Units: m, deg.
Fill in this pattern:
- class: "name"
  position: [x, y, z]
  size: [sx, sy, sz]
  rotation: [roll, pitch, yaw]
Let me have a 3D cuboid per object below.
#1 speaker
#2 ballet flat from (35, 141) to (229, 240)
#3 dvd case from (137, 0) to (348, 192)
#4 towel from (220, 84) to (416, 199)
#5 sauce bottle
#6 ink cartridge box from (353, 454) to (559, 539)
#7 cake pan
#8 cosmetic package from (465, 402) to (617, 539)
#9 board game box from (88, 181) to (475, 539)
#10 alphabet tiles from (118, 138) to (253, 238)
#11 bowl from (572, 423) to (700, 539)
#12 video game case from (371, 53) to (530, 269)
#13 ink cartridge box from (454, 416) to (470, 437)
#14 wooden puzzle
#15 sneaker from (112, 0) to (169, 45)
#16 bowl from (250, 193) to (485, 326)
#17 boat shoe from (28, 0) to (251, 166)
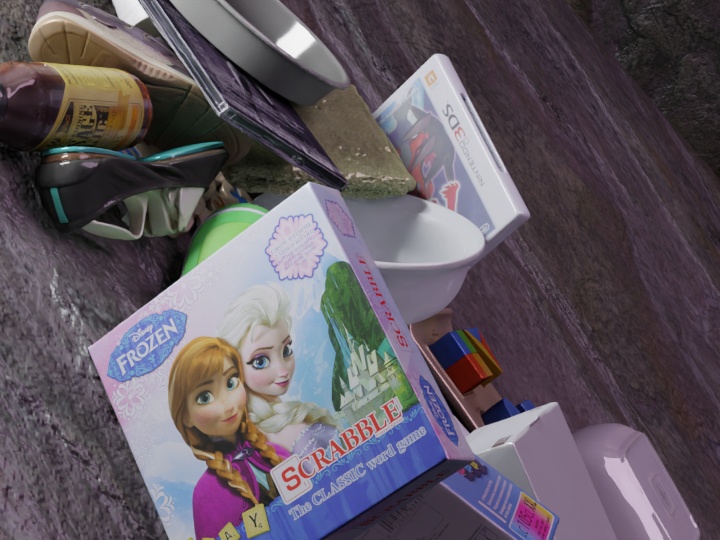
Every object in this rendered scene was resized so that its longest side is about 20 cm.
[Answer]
- class: "speaker"
  position: [-0.094, 0.029, 1.194]
  size: [0.088, 0.088, 0.200]
  rotation: [47, 21, -22]
- class: "ballet flat"
  position: [-0.165, -0.057, 1.205]
  size: [0.200, 0.068, 0.069]
  rotation: [-10, 93, -57]
- class: "dvd case"
  position: [-0.100, -0.152, 1.319]
  size: [0.149, 0.016, 0.200]
  rotation: [30, 19, -46]
- class: "towel"
  position: [-0.055, -0.117, 1.421]
  size: [0.199, 0.037, 0.149]
  rotation: [1, 44, -38]
- class: "sauce bottle"
  position: [-0.226, -0.114, 1.149]
  size: [0.066, 0.066, 0.200]
  rotation: [59, 28, 12]
- class: "ink cartridge box"
  position: [0.013, 0.166, 1.101]
  size: [0.200, 0.137, 0.076]
  rotation: [37, 20, 0]
- class: "cake pan"
  position: [-0.095, -0.209, 1.389]
  size: [0.200, 0.037, 0.200]
  rotation: [39, 14, -11]
- class: "cosmetic package"
  position: [0.136, 0.211, 1.213]
  size: [0.113, 0.081, 0.201]
  rotation: [-22, 87, -64]
- class: "board game box"
  position: [-0.056, 0.082, 1.031]
  size: [0.041, 0.200, 0.200]
  rotation: [15, 43, -60]
- class: "alphabet tiles"
  position: [-0.156, -0.097, 1.353]
  size: [0.196, 0.015, 0.200]
  rotation: [51, 21, -12]
- class: "bowl"
  position: [0.283, 0.248, 1.703]
  size: [0.200, 0.075, 0.200]
  rotation: [60, 19, 6]
- class: "video game case"
  position: [0.044, -0.065, 1.486]
  size: [0.023, 0.200, 0.183]
  rotation: [6, 51, -47]
- class: "ink cartridge box"
  position: [0.053, 0.160, 1.319]
  size: [0.200, 0.050, 0.162]
  rotation: [23, 18, -48]
- class: "wooden puzzle"
  position: [0.123, 0.120, 1.564]
  size: [0.200, 0.046, 0.185]
  rotation: [59, 12, 8]
- class: "sneaker"
  position: [-0.166, -0.261, 1.501]
  size: [0.200, 0.074, 0.116]
  rotation: [3, 58, -64]
- class: "bowl"
  position: [0.000, 0.000, 1.385]
  size: [0.200, 0.091, 0.201]
  rotation: [7, 19, -3]
- class: "boat shoe"
  position: [-0.167, -0.151, 1.282]
  size: [0.200, 0.072, 0.065]
  rotation: [29, 38, -29]
